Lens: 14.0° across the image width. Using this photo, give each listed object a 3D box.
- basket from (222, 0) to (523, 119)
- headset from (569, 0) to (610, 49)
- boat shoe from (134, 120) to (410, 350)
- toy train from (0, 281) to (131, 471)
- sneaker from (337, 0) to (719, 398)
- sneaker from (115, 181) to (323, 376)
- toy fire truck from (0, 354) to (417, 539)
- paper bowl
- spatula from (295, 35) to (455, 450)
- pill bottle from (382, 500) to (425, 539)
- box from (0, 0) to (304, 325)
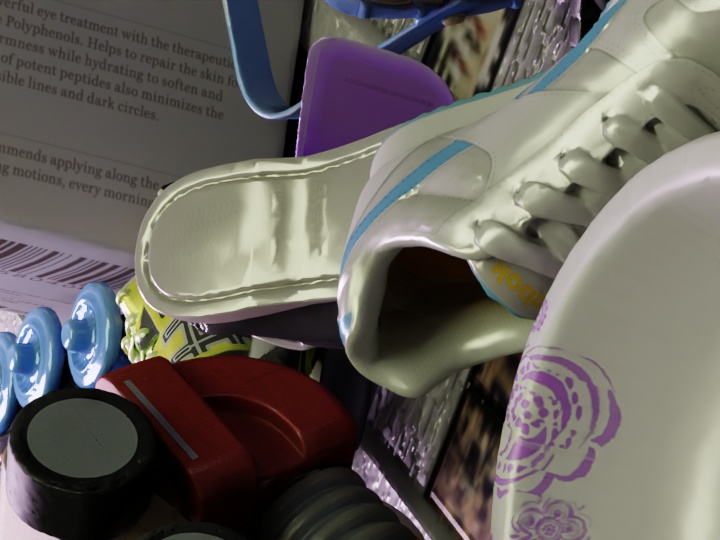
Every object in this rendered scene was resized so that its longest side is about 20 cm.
[{"bbox_3d":[0.007,-0.167,1.040,0.200,0.139,0.177,-29,74,47],"label":"basket"},{"bbox_3d":[0.121,-0.104,0.915,0.123,0.093,0.201,29,120,59],"label":"headset"},{"bbox_3d":[0.016,-0.005,0.983,0.199,0.060,0.074,-8,72,36],"label":"boat shoe"},{"bbox_3d":[-0.111,0.074,1.264,0.200,0.086,0.115,-24,63,58],"label":"toy train"},{"bbox_3d":[0.071,-0.026,0.838,0.200,0.076,0.081,-33,27,42],"label":"sneaker"},{"bbox_3d":[-0.058,0.040,1.115,0.201,0.076,0.076,-76,-10,-49],"label":"sneaker"},{"bbox_3d":[0.005,0.083,0.925,0.176,0.199,0.129,45,142,34],"label":"toy fire truck"},{"bbox_3d":[0.125,0.069,0.754,0.200,0.104,0.202,-20,67,56],"label":"paper bowl"},{"bbox_3d":[0.000,0.000,1.071,0.201,0.056,0.021,96,-167,-46],"label":"spatula"},{"bbox_3d":[-0.010,0.180,0.981,0.110,0.109,0.201,-56,34,37],"label":"pill bottle"},{"bbox_3d":[-0.156,-0.082,1.286,0.200,0.198,0.172,-14,66,61],"label":"box"}]
